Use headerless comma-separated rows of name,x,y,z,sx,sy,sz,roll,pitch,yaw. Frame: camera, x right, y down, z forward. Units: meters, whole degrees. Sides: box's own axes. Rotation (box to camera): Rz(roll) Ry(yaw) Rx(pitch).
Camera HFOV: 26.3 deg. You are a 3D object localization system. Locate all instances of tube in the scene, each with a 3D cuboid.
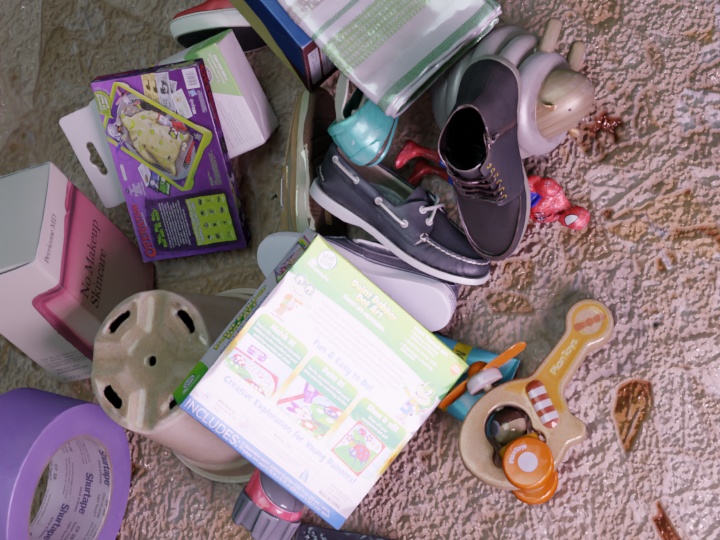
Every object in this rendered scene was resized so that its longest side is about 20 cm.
tube,0.053,0.086,1.491,0.199,0.050,0.078,22,95,21

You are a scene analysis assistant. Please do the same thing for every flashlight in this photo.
flashlight,-0.052,0.164,1.474,0.067,0.068,0.201,29,100,-2

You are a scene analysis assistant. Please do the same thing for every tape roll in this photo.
tape roll,-0.321,0.224,1.545,0.084,0.200,0.202,11,84,26

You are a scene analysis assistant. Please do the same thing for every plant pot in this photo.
plant pot,-0.161,0.101,1.506,0.198,0.183,0.203,-5,77,23

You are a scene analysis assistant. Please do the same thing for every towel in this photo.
towel,0.013,-0.258,1.418,0.149,0.031,0.200,-43,82,-8

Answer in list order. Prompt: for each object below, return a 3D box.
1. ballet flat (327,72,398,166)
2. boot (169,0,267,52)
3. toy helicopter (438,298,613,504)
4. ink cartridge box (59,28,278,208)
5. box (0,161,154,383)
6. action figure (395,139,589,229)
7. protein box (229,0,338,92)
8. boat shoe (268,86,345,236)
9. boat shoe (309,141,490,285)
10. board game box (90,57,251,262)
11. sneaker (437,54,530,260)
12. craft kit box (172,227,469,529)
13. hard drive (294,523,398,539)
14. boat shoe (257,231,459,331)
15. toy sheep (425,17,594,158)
ballet flat,0.020,-0.196,1.486,0.067,0.070,0.201,-18,43,51
boot,-0.112,-0.316,1.638,0.198,0.072,0.146,-12,74,14
toy helicopter,0.160,0.106,1.423,0.132,0.079,0.201,33,80,20
ink cartridge box,-0.201,-0.157,1.616,0.198,0.067,0.118,-21,108,19
box,-0.309,0.006,1.570,0.108,0.200,0.129,-14,53,21
action figure,0.129,-0.074,1.478,0.198,0.066,0.052,16,64,28
protein box,-0.040,-0.328,1.516,0.200,0.135,0.199,-40,81,-7
boat shoe,-0.062,-0.086,1.568,0.076,0.071,0.202,-8,76,35
boat shoe,0.043,-0.055,1.482,0.199,0.076,0.061,28,117,9
board game box,-0.193,-0.111,1.581,0.119,0.032,0.202,-9,113,11
sneaker,0.103,-0.081,1.380,0.074,0.106,0.202,5,122,20
craft kit box,-0.035,0.099,1.408,0.198,0.200,0.049,-49,20,0
hard drive,-0.015,0.351,1.464,0.134,0.042,0.202,5,80,25
boat shoe,0.000,0.000,1.496,0.198,0.068,0.072,14,121,9
toy sheep,0.134,-0.172,1.463,0.199,0.137,0.139,12,84,41
